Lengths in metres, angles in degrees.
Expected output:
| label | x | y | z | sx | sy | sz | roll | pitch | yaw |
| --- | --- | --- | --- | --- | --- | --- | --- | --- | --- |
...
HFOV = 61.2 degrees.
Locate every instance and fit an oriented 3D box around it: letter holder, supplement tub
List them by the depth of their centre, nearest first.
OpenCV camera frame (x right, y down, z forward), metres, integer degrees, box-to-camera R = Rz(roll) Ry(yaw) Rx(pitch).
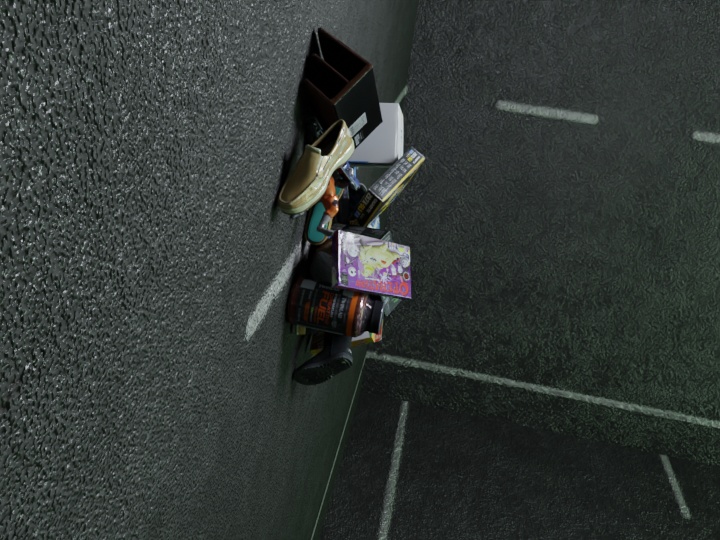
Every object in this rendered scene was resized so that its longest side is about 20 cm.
| label | x | y | z | sx | sy | sz | roll | pitch | yaw |
| --- | --- | --- | --- | --- | --- | --- | --- | --- | --- |
| letter holder | -0.050 | -0.336 | 1.147 | 0.101 | 0.142 | 0.200 | -46 | 165 | -6 |
| supplement tub | -0.050 | 0.082 | 1.306 | 0.107 | 0.199 | 0.107 | 10 | 90 | -84 |

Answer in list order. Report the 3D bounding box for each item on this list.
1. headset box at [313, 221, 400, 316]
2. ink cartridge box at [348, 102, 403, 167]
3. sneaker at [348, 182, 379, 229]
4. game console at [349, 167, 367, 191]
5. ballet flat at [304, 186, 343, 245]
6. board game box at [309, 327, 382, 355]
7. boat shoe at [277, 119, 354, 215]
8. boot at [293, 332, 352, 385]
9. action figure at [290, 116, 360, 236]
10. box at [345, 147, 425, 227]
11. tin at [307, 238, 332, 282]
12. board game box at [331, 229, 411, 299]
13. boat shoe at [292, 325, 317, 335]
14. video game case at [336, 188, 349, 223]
| label | x | y | z | sx | sy | sz | roll | pitch | yaw |
| --- | --- | --- | --- | --- | --- | --- | --- | --- | --- |
| headset box | 0.000 | 0.000 | 1.442 | 0.093 | 0.174 | 0.201 | -45 | 133 | -35 |
| ink cartridge box | 0.031 | -0.338 | 1.545 | 0.200 | 0.147 | 0.145 | -41 | 133 | -81 |
| sneaker | 0.007 | -0.150 | 1.650 | 0.077 | 0.075 | 0.201 | -57 | 146 | -48 |
| game console | 0.010 | -0.218 | 1.764 | 0.200 | 0.118 | 0.171 | 92 | 11 | -60 |
| ballet flat | -0.079 | -0.154 | 1.324 | 0.063 | 0.068 | 0.201 | -109 | -142 | -84 |
| board game box | -0.037 | 0.163 | 1.607 | 0.096 | 0.199 | 0.030 | -83 | 153 | -46 |
| boat shoe | -0.083 | -0.186 | 1.056 | 0.200 | 0.071 | 0.076 | -58 | 156 | -27 |
| boot | -0.087 | 0.182 | 1.543 | 0.066 | 0.164 | 0.200 | 55 | 22 | -35 |
| action figure | -0.085 | -0.194 | 1.191 | 0.200 | 0.104 | 0.194 | 55 | 31 | -40 |
| box | 0.057 | -0.186 | 1.454 | 0.200 | 0.049 | 0.160 | -48 | 179 | -37 |
| tin | -0.061 | 0.001 | 1.365 | 0.042 | 0.112 | 0.200 | -47 | 179 | -25 |
| board game box | 0.026 | -0.009 | 1.292 | 0.032 | 0.199 | 0.121 | -12 | -108 | 50 |
| boat shoe | -0.109 | 0.088 | 1.440 | 0.200 | 0.062 | 0.075 | -72 | 169 | -61 |
| video game case | -0.047 | -0.168 | 1.553 | 0.200 | 0.019 | 0.143 | -95 | -170 | -55 |
